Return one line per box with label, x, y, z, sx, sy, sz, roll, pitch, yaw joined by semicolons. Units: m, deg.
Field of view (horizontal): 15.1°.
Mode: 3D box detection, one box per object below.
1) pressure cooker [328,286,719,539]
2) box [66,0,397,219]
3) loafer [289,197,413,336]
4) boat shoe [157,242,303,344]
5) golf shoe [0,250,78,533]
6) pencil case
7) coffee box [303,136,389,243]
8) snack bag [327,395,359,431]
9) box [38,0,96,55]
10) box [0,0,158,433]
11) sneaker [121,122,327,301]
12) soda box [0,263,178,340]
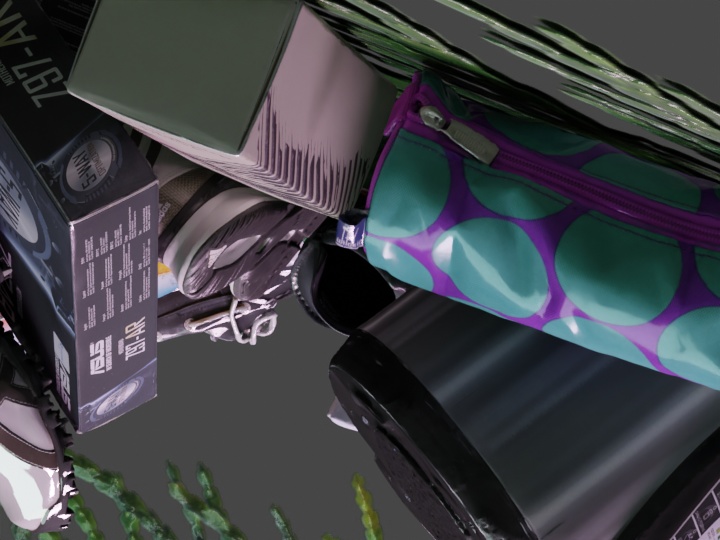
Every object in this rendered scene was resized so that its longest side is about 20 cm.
pressure cooker;0.108;0.049;1.231;0.179;0.200;0.176;58;169;-23
box;-0.048;-0.075;1.122;0.082;0.068;0.200;21;179;14
loafer;0.000;0.000;1.377;0.068;0.070;0.201;52;159;-5
boat shoe;-0.081;0.011;1.599;0.199;0.068;0.074;-14;-161;-6
golf shoe;-0.195;0.047;1.239;0.078;0.094;0.200;32;146;56
pencil case;0.097;-0.013;1.101;0.200;0.085;0.092;19;152;14
coffee box;0.031;-0.019;1.444;0.200;0.044;0.123;17;142;55
snack bag;0.103;0.048;1.536;0.200;0.189;0.021;20;144;5
box;-0.131;-0.111;1.355;0.200;0.044;0.160;21;178;-25
box;-0.147;-0.039;1.206;0.160;0.043;0.200;55;160;22
sneaker;-0.082;-0.048;1.307;0.115;0.076;0.200;41;-172;9
soda box;-0.161;-0.004;1.429;0.200;0.064;0.068;-24;160;21
